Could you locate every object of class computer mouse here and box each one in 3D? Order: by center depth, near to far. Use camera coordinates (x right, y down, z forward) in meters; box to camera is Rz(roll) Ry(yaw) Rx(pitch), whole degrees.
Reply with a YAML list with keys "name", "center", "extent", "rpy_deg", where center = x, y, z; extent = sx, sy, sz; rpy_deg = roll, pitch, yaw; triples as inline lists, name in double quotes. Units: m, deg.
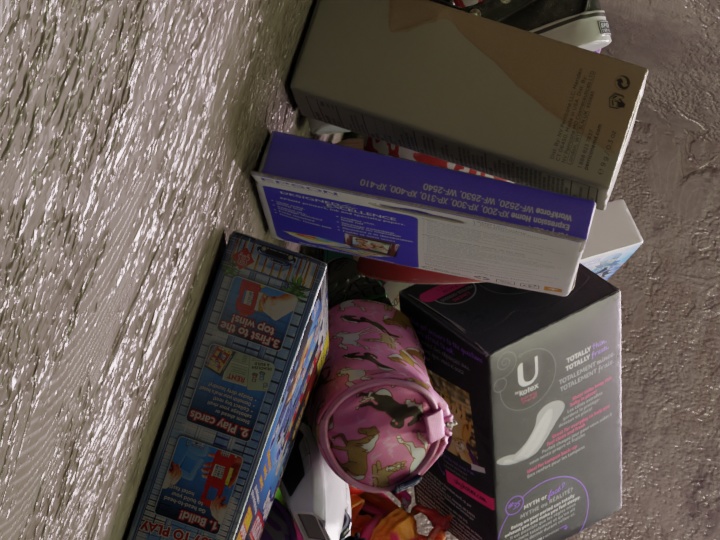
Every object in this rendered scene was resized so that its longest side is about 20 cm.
- name: "computer mouse"
  center: [-0.021, 0.154, 1.584]
  extent: [0.200, 0.044, 0.110]
  rpy_deg: [-119, -175, -49]

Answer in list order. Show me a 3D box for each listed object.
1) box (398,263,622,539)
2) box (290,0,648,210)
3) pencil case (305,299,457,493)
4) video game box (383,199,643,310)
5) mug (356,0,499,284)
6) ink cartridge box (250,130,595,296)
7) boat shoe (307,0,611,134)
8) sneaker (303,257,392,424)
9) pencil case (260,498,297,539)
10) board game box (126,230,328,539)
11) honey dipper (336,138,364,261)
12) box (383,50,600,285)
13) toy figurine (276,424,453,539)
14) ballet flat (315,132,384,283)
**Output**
- name: "box"
  center: [0.109, 0.093, 1.765]
  extent: [0.122, 0.106, 0.200]
  rpy_deg: [-25, 130, -27]
- name: "box"
  center: [0.065, -0.107, 1.488]
  extent: [0.095, 0.200, 0.078]
  rpy_deg: [67, 41, -83]
- name: "pencil case"
  center: [0.008, 0.079, 1.634]
  extent: [0.083, 0.087, 0.200]
  rpy_deg: [-47, -166, 7]
- name: "video game box"
  center: [0.095, 0.022, 1.923]
  extent: [0.047, 0.200, 0.182]
  rpy_deg: [67, -27, 15]
- name: "mug"
  center: [0.046, -0.102, 1.685]
  extent: [0.133, 0.177, 0.200]
  rpy_deg: [-11, 104, -40]
- name: "ink cartridge box"
  center: [0.039, -0.036, 1.484]
  extent: [0.200, 0.198, 0.043]
  rpy_deg: [80, 22, -81]
- name: "boat shoe"
  center: [0.056, -0.140, 1.574]
  extent: [0.071, 0.200, 0.064]
  rpy_deg: [62, 9, -85]
- name: "sneaker"
  center: [-0.032, 0.058, 1.796]
  extent: [0.078, 0.085, 0.200]
  rpy_deg: [-17, 146, -25]
- name: "pencil case"
  center: [-0.087, 0.223, 1.646]
  extent: [0.084, 0.085, 0.200]
  rpy_deg: [-32, 151, -26]
- name: "board game box"
  center: [-0.079, 0.104, 1.467]
  extent: [0.200, 0.062, 0.200]
  rpy_deg: [92, 18, -73]
- name: "honey dipper"
  center: [0.000, 0.000, 1.805]
  extent: [0.038, 0.038, 0.200]
  rpy_deg: [-64, 156, -56]
- name: "box"
  center: [0.084, -0.098, 1.970]
  extent: [0.176, 0.097, 0.200]
  rpy_deg: [-43, -161, 46]
- name: "toy figurine"
  center: [0.027, 0.206, 1.743]
  extent: [0.150, 0.184, 0.200]
  rpy_deg: [-61, 162, 16]
- name: "ballet flat"
  center: [0.015, -0.075, 1.851]
  extent: [0.074, 0.074, 0.200]
  rpy_deg: [-37, 148, -81]
